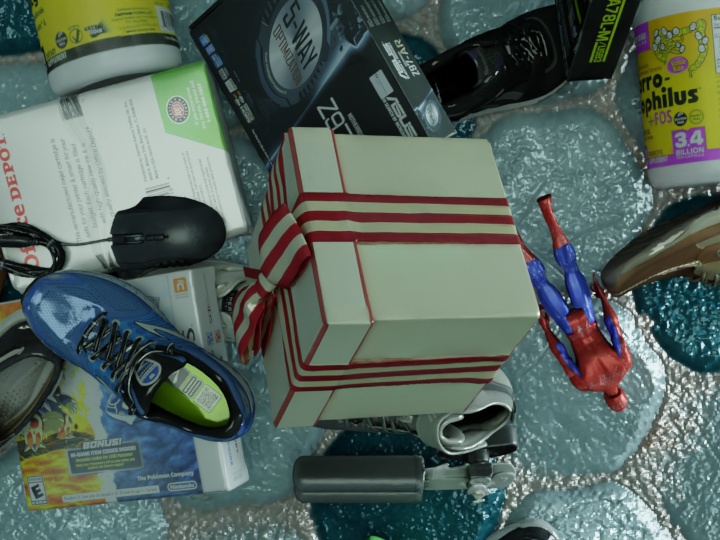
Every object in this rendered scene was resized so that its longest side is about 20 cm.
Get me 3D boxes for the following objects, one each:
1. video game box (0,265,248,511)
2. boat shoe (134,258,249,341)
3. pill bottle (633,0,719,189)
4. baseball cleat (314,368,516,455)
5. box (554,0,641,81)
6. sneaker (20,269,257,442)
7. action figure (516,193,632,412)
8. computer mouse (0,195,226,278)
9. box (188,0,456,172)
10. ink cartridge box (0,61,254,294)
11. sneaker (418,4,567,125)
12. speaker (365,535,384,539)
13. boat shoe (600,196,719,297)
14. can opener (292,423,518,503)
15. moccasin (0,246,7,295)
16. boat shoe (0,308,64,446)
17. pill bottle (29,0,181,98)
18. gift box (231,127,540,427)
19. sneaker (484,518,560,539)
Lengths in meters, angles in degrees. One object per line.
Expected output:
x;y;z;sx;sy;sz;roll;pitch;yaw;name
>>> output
-0.203;0.101;0.917;0.198;0.047;0.184;-10;89;19;video game box
-0.105;0.030;0.935;0.198;0.066;0.073;8;91;-1;boat shoe
0.286;-0.173;0.917;0.103;0.104;0.202;-6;90;0;pill bottle
0.031;0.111;0.917;0.198;0.107;0.070;-6;110;2;baseball cleat
0.180;-0.281;0.842;0.047;0.193;0.202;-3;69;-2;box
-0.163;0.063;0.817;0.199;0.089;0.079;31;85;-5;sneaker
0.185;0.034;0.947;0.065;0.052;0.201;-26;96;5;action figure
-0.206;-0.025;0.865;0.198;0.034;0.059;-6;95;-2;computer mouse
-0.035;-0.158;0.901;0.160;0.043;0.201;-28;92;38;box
-0.205;-0.076;0.923;0.198;0.084;0.147;-15;91;-1;ink cartridge box
0.117;-0.170;0.923;0.199;0.088;0.076;-27;91;0;sneaker
-0.019;0.331;0.931;0.088;0.088;0.201;34;90;-1;speaker
0.304;-0.020;0.936;0.199;0.076;0.072;-27;93;1;boat shoe
0.040;0.173;0.954;0.198;0.053;0.067;-4;57;-2;can opener
-0.349;0.014;0.926;0.073;0.078;0.203;14;91;1;moccasin
-0.307;0.117;0.887;0.200;0.060;0.074;-43;124;14;boat shoe
-0.224;-0.252;0.906;0.111;0.112;0.202;-14;91;0;pill bottle
0.000;0.000;0.830;0.185;0.185;0.201;-1;53;-20;gift box
0.104;0.302;0.917;0.075;0.114;0.200;42;90;-1;sneaker
